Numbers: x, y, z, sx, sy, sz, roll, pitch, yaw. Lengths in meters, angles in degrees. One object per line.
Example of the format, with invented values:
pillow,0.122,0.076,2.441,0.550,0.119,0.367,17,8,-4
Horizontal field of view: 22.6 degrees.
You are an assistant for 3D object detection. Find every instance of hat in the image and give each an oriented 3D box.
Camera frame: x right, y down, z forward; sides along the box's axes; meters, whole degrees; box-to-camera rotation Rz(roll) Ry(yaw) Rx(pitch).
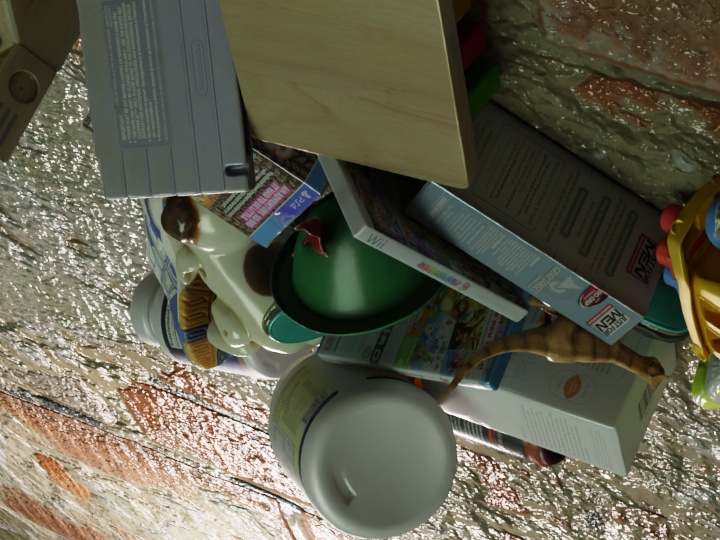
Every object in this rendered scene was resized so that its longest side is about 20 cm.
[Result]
hat,-0.016,-0.060,1.481,0.200,0.165,0.177,35,157,45

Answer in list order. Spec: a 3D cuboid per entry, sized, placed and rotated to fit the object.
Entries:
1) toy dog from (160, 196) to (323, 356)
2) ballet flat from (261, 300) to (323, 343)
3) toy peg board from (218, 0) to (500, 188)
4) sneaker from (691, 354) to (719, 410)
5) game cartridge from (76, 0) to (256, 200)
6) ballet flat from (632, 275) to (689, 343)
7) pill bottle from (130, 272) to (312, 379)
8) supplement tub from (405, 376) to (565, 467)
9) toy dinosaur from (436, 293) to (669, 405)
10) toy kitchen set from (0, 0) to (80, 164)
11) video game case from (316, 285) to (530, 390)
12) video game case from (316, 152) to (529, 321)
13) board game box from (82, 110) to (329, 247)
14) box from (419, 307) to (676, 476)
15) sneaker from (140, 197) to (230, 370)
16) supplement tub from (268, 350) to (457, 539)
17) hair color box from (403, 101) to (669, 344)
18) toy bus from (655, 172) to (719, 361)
toy dog,-0.115,-0.019,1.697,0.201,0.139,0.194,60,175,-31
ballet flat,0.000,0.000,1.610,0.199,0.071,0.071,-27,132,14
toy peg board,0.005,-0.186,1.341,0.199,0.098,0.200,15,137,29
sneaker,0.337,0.084,1.489,0.104,0.076,0.200,15,173,6
game cartridge,-0.155,-0.159,1.422,0.129,0.038,0.202,-2,102,17
ballet flat,0.189,0.006,1.520,0.199,0.068,0.068,31,168,-4
pill bottle,-0.152,0.050,1.930,0.199,0.112,0.111,7,148,42
supplement tub,0.115,0.113,1.755,0.199,0.107,0.107,17,154,29
toy dinosaur,0.155,0.053,1.440,0.198,0.107,0.061,3,135,-13
toy kitchen set,-0.332,-0.220,1.515,0.200,0.181,0.163,37,154,-27
video game case,0.064,0.027,1.600,0.199,0.144,0.018,7,155,41
video game case,0.046,-0.044,1.457,0.199,0.144,0.018,26,119,-41
board game box,-0.117,-0.132,1.549,0.199,0.097,0.159,34,156,-10
box,0.166,0.081,1.614,0.199,0.125,0.098,19,155,25
sneaker,-0.173,-0.001,1.828,0.088,0.075,0.202,3,103,56
supplement tub,-0.005,0.153,1.668,0.145,0.145,0.200,38,179,-18
hair color box,0.145,-0.040,1.424,0.199,0.099,0.061,32,147,-5
toy bus,0.290,-0.007,1.325,0.191,0.136,0.201,33,160,36
